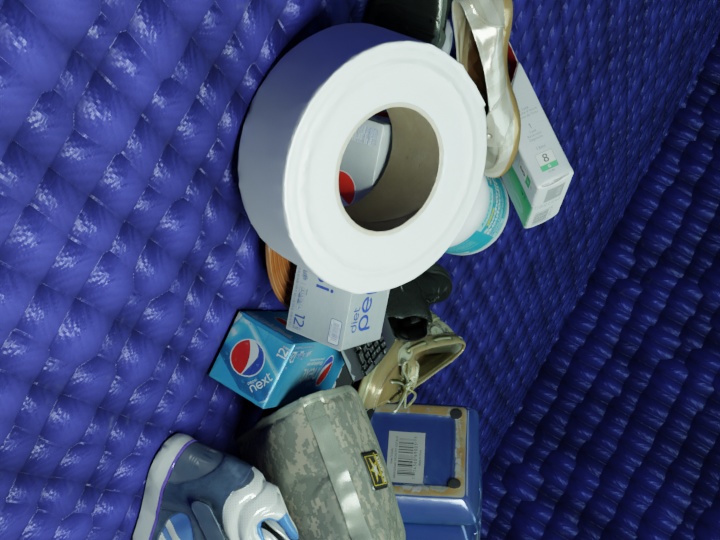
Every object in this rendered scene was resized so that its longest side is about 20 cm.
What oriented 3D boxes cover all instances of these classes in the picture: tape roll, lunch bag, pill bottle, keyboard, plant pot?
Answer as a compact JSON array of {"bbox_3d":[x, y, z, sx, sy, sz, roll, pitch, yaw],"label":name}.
[{"bbox_3d":[0.005,-0.089,1.126,0.200,0.071,0.205,-15,116,-32],"label":"tape roll"},{"bbox_3d":[-0.032,0.205,1.362,0.116,0.166,0.200,-16,171,-18],"label":"lunch bag"},{"bbox_3d":[0.092,-0.076,1.544,0.112,0.110,0.200,-63,165,5],"label":"pill bottle"},{"bbox_3d":[0.000,0.000,1.387,0.128,0.020,0.202,-55,139,-37],"label":"keyboard"},{"bbox_3d":[0.060,0.280,1.815,0.181,0.197,0.202,91,4,-47],"label":"plant pot"}]

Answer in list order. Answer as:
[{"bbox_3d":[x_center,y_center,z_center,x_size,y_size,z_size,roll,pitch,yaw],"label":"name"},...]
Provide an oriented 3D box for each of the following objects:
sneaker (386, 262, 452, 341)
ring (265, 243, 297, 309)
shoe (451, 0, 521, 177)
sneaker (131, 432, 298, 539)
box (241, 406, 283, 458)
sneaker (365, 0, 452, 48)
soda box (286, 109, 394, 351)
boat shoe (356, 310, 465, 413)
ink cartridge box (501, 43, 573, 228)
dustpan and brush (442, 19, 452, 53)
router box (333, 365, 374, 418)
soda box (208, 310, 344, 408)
[{"bbox_3d":[0.048,0.036,1.549,0.060,0.105,0.199,-32,150,24],"label":"sneaker"},{"bbox_3d":[-0.018,-0.054,1.292,0.200,0.019,0.203,-35,134,-45],"label":"ring"},{"bbox_3d":[0.118,-0.185,1.429,0.053,0.070,0.203,-23,121,-34],"label":"shoe"},{"bbox_3d":[-0.127,0.250,1.306,0.081,0.145,0.202,-45,156,-46],"label":"sneaker"},{"bbox_3d":[-0.080,0.256,1.522,0.202,0.121,0.106,-60,165,-9],"label":"box"},{"bbox_3d":[0.067,-0.253,1.222,0.114,0.076,0.202,-31,141,-51],"label":"sneaker"},{"bbox_3d":[-0.006,-0.038,1.238,0.068,0.063,0.203,-12,117,-56],"label":"soda box"},{"bbox_3d":[0.057,0.105,1.625,0.200,0.062,0.074,-40,154,-52],"label":"boat shoe"},{"bbox_3d":[0.161,-0.160,1.540,0.050,0.202,0.161,-25,168,-4],"label":"ink cartridge box"},{"bbox_3d":[0.062,-0.175,1.358,0.141,0.056,0.202,79,8,-45],"label":"dustpan and brush"},{"bbox_3d":[-0.008,0.115,1.651,0.157,0.052,0.202,-24,139,-66],"label":"router box"},{"bbox_3d":[-0.071,0.082,1.365,0.069,0.064,0.200,-63,165,6],"label":"soda box"}]
